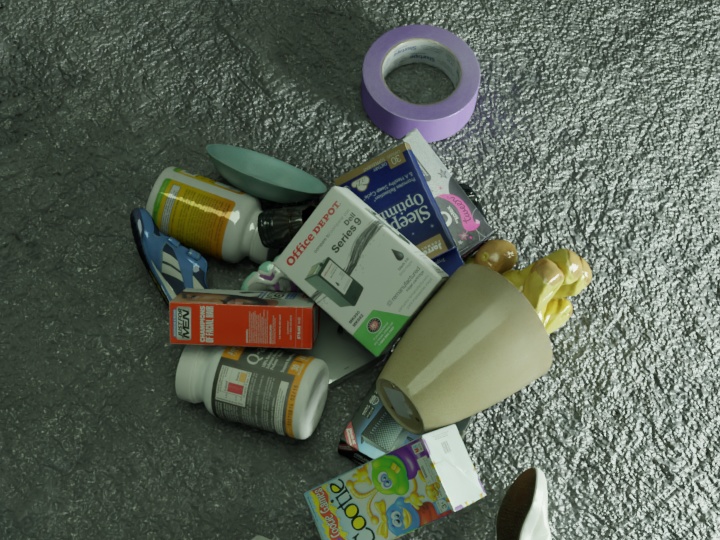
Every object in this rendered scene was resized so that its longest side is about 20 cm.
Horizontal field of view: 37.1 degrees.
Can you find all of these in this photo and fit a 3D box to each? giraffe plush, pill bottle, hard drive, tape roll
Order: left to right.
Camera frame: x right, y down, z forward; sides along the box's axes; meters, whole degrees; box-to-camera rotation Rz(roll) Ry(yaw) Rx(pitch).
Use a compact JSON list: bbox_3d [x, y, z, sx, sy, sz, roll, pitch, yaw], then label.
[{"bbox_3d":[-0.220,-0.077,1.650,0.198,0.111,0.112,20,64,8],"label":"pill bottle"},{"bbox_3d":[-0.153,0.161,1.523,0.198,0.117,0.117,13,63,13],"label":"pill bottle"},{"bbox_3d":[-0.068,0.078,1.625,0.131,0.026,0.201,-27,67,-15],"label":"hard drive"},{"bbox_3d":[0.100,-0.317,1.812,0.198,0.066,0.202,1,62,-1],"label":"tape roll"},{"bbox_3d":[0.222,0.023,1.612,0.162,0.172,0.201,41,102,28],"label":"giraffe plush"}]

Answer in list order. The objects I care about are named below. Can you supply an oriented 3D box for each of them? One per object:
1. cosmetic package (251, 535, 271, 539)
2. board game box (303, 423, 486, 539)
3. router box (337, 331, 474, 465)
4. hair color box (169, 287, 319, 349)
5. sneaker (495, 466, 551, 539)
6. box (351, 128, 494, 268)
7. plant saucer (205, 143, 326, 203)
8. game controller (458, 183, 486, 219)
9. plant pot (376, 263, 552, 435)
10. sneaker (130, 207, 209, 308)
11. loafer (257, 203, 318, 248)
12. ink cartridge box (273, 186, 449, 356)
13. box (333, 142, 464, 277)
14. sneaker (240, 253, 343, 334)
[{"bbox_3d":[-0.084,0.454,1.323,0.198,0.166,0.169,19,91,8],"label":"cosmetic package"},{"bbox_3d":[0.044,0.294,1.408,0.199,0.105,0.104,-30,77,27],"label":"board game box"},{"bbox_3d":[0.079,0.209,1.541,0.149,0.062,0.201,28,65,10],"label":"router box"},{"bbox_3d":[-0.160,0.066,1.515,0.198,0.111,0.065,1,99,3],"label":"hair color box"},{"bbox_3d":[0.233,0.372,1.474,0.084,0.073,0.201,34,53,-22],"label":"sneaker"},{"bbox_3d":[0.087,-0.089,1.627,0.132,0.115,0.201,-35,83,-13],"label":"box"},{"bbox_3d":[-0.151,-0.143,1.675,0.200,0.201,0.039,23,105,9],"label":"plant saucer"},{"bbox_3d":[0.103,-0.069,1.705,0.198,0.042,0.105,-18,79,-10],"label":"game controller"},{"bbox_3d":[0.122,0.124,1.448,0.199,0.188,0.187,-36,69,-23],"label":"plant pot"},{"bbox_3d":[-0.277,-0.011,1.610,0.082,0.074,0.201,-31,98,-14],"label":"sneaker"},{"bbox_3d":[-0.077,-0.067,1.616,0.072,0.200,0.074,-9,95,25],"label":"loafer"},{"bbox_3d":[0.000,0.000,1.498,0.200,0.084,0.146,40,99,9],"label":"ink cartridge box"},{"bbox_3d":[0.057,-0.067,1.543,0.120,0.032,0.201,-26,86,13],"label":"box"},{"bbox_3d":[-0.068,0.037,1.590,0.199,0.078,0.141,-25,76,-1],"label":"sneaker"}]
